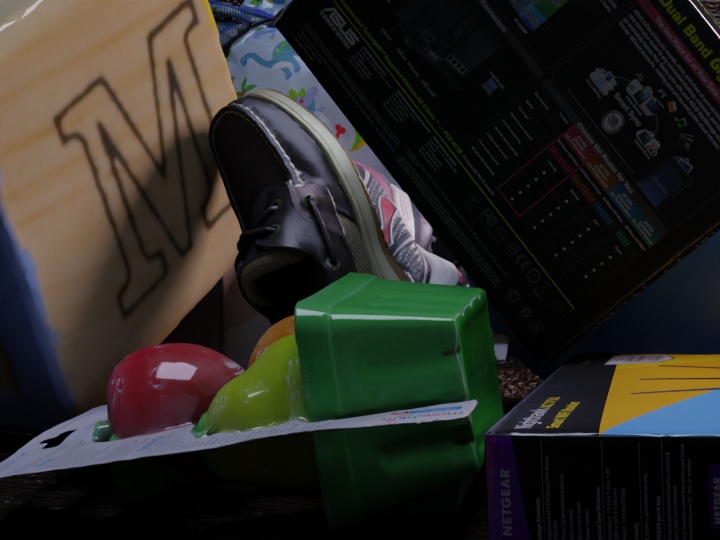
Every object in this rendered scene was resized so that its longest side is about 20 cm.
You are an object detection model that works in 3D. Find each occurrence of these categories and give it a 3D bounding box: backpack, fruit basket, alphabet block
[{"bbox_3d":[-0.037,-0.099,1.332,0.147,0.184,0.199,-46,40,-17],"label":"backpack"},{"bbox_3d":[-0.042,0.063,0.791,0.198,0.095,0.185,-15,3,10],"label":"fruit basket"},{"bbox_3d":[-0.190,-0.057,0.989,0.194,0.198,0.200,5,34,30],"label":"alphabet block"}]

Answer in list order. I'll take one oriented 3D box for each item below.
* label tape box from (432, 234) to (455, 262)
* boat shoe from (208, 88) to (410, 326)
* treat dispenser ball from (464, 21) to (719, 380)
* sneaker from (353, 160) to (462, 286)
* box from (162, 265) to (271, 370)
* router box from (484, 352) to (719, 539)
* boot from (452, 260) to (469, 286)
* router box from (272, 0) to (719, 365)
[{"bbox_3d":[0.088,-0.050,1.425,0.199,0.145,0.063,5,32,42],"label":"label tape box"},{"bbox_3d":[-0.028,-0.005,0.946,0.066,0.202,0.072,-13,-28,-37],"label":"boat shoe"},{"bbox_3d":[0.148,-0.029,0.983,0.199,0.203,0.201,0,6,0],"label":"treat dispenser ball"},{"bbox_3d":[0.000,0.000,1.078,0.074,0.081,0.200,33,15,-20],"label":"sneaker"},{"bbox_3d":[-0.065,0.014,1.170,0.094,0.079,0.200,3,7,28],"label":"box"},{"bbox_3d":[0.140,0.069,0.760,0.148,0.052,0.200,-1,5,15],"label":"router box"},{"bbox_3d":[0.078,-0.008,1.163,0.174,0.069,0.200,-44,-1,-19],"label":"boot"},{"bbox_3d":[0.080,-0.084,0.857,0.150,0.201,0.062,-39,-4,16],"label":"router box"}]
